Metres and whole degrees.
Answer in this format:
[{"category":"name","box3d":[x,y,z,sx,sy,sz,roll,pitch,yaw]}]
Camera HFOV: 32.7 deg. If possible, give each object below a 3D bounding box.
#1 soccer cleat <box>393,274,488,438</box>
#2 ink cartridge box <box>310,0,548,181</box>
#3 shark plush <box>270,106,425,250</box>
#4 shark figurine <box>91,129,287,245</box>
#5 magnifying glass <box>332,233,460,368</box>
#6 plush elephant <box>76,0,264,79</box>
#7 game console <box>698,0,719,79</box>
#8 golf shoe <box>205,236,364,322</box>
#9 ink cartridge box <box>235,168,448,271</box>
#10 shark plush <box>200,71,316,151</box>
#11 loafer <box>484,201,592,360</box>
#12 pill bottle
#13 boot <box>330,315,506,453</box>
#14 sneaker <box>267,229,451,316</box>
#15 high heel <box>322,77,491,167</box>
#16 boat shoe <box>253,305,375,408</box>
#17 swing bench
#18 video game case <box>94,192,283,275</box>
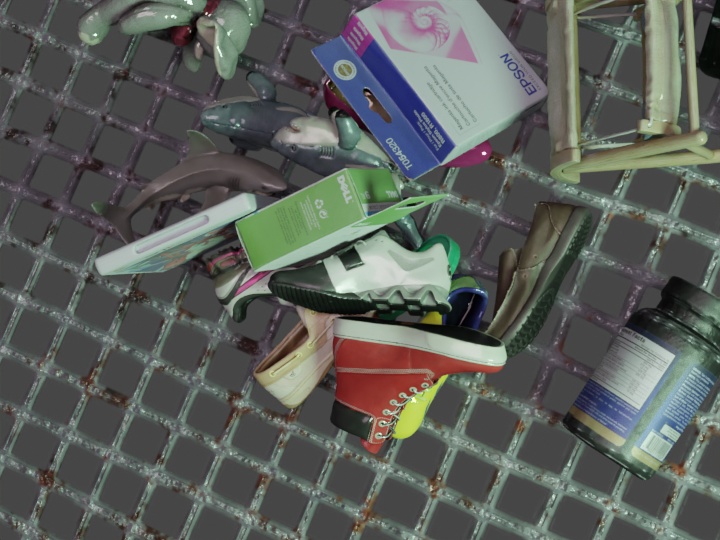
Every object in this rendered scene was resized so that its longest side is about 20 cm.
[{"category":"soccer cleat","box3d":[0.080,0.096,1.361,0.065,0.084,0.200,27,88,-23]},{"category":"ink cartridge box","box3d":[0.080,-0.225,1.381,0.200,0.043,0.196,-31,77,-25]},{"category":"shark plush","box3d":[-0.005,-0.102,1.375,0.083,0.091,0.200,-45,114,1]},{"category":"shark figurine","box3d":[-0.203,-0.113,1.409,0.214,0.090,0.128,-17,38,-7]},{"category":"magnifying glass","box3d":[0.037,0.037,1.397,0.022,0.080,0.200,36,105,-27]},{"category":"plush elephant","box3d":[-0.198,-0.302,1.449,0.200,0.165,0.155,-21,116,39]},{"category":"game console","box3d":[0.498,-0.288,1.356,0.200,0.116,0.176,17,117,14]},{"category":"golf shoe","box3d":[-0.076,-0.008,1.420,0.200,0.073,0.092,-22,85,13]},{"category":"ink cartridge box","box3d":[-0.020,-0.064,1.295,0.200,0.104,0.059,-24,83,26]},{"category":"shark plush","box3d":[-0.085,-0.147,1.424,0.200,0.083,0.091,31,110,0]},{"category":"loafer","box3d":[0.184,0.009,1.368,0.071,0.073,0.200,29,85,24]},{"category":"pill bottle","box3d":[0.312,0.111,1.300,0.112,0.112,0.200,34,91,14]},{"category":"boot","box3d":[0.059,0.129,1.311,0.200,0.072,0.144,5,94,29]},{"category":"sneaker","box3d":[0.000,0.000,1.339,0.200,0.074,0.089,2,72,2]},{"category":"high heel","box3d":[0.051,-0.168,1.397,0.200,0.096,0.067,17,87,14]},{"category":"boat shoe","box3d":[-0.046,0.062,1.393,0.069,0.074,0.200,36,93,-19]},{"category":"swing bench","box3d":[0.283,-0.209,1.309,0.200,0.130,0.199,-6,82,32]},{"category":"video game case","box3d":[-0.180,-0.039,1.376,0.182,0.200,0.023,-23,87,10]}]
